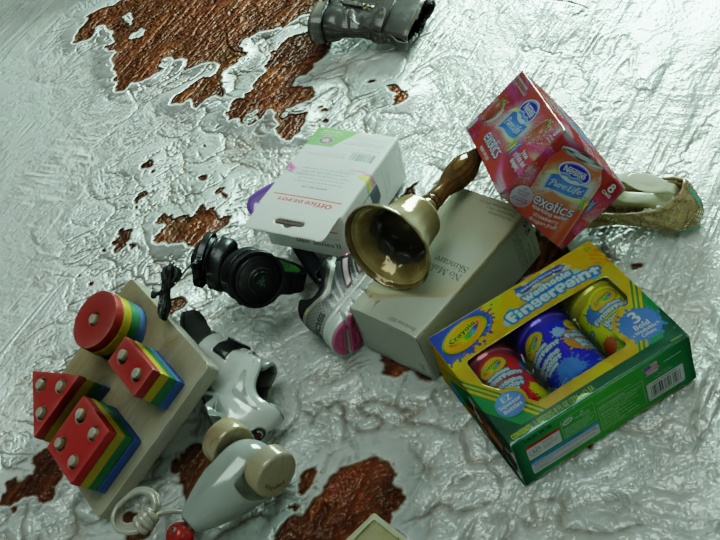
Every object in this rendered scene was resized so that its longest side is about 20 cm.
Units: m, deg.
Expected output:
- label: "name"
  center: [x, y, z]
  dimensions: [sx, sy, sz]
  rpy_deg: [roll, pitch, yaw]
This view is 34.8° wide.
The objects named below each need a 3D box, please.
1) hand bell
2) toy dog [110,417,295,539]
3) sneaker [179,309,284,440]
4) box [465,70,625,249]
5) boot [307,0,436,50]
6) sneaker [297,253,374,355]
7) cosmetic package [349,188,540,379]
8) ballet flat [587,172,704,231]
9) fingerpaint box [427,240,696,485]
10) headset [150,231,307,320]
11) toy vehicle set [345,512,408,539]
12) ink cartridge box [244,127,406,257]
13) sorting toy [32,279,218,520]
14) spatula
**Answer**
- label: "hand bell"
  center: [0.079, -0.076, 1.242]
  dimensions: [0.104, 0.104, 0.200]
  rpy_deg: [12, 40, 33]
- label: "toy dog"
  center: [-0.137, 0.241, 1.129]
  dimensions: [0.200, 0.096, 0.132]
  rpy_deg: [-39, 45, 7]
- label: "sneaker"
  center: [-0.138, 0.111, 1.257]
  dimensions: [0.088, 0.074, 0.200]
  rpy_deg: [-24, 50, -7]
- label: "box"
  center: [0.194, -0.123, 1.236]
  dimensions: [0.095, 0.100, 0.200]
  rpy_deg: [-44, 23, 16]
- label: "boot"
  center: [0.028, -0.390, 1.685]
  dimensions: [0.174, 0.069, 0.200]
  rpy_deg: [5, 54, 21]
- label: "sneaker"
  center: [0.000, 0.000, 1.295]
  dimensions: [0.087, 0.074, 0.200]
  rpy_deg: [23, 65, 32]
- label: "cosmetic package"
  center: [0.094, 0.010, 1.245]
  dimensions: [0.103, 0.073, 0.200]
  rpy_deg: [21, 58, 39]
- label: "ballet flat"
  center: [0.273, -0.082, 1.260]
  dimensions: [0.199, 0.065, 0.071]
  rpy_deg: [1, 49, 25]
- label: "fingerpaint box"
  center: [0.194, 0.085, 1.125]
  dimensions: [0.200, 0.073, 0.167]
  rpy_deg: [-30, 43, -6]
- label: "headset"
  center: [-0.149, 0.012, 1.300]
  dimensions: [0.123, 0.200, 0.094]
  rpy_deg: [19, 99, 36]
- label: "toy vehicle set"
  center: [-0.014, 0.322, 1.019]
  dimensions: [0.200, 0.027, 0.124]
  rpy_deg: [-41, 45, -17]
- label: "ink cartridge box"
  center: [-0.040, -0.083, 1.381]
  dimensions: [0.117, 0.067, 0.200]
  rpy_deg: [12, 47, 27]
- label: "sorting toy"
  center: [-0.278, 0.127, 1.247]
  dimensions: [0.200, 0.070, 0.199]
  rpy_deg: [-54, 46, 4]
- label: "spatula"
  center: [-0.085, -0.043, 1.415]
  dimensions: [0.056, 0.021, 0.200]
  rpy_deg: [-29, 44, -7]
